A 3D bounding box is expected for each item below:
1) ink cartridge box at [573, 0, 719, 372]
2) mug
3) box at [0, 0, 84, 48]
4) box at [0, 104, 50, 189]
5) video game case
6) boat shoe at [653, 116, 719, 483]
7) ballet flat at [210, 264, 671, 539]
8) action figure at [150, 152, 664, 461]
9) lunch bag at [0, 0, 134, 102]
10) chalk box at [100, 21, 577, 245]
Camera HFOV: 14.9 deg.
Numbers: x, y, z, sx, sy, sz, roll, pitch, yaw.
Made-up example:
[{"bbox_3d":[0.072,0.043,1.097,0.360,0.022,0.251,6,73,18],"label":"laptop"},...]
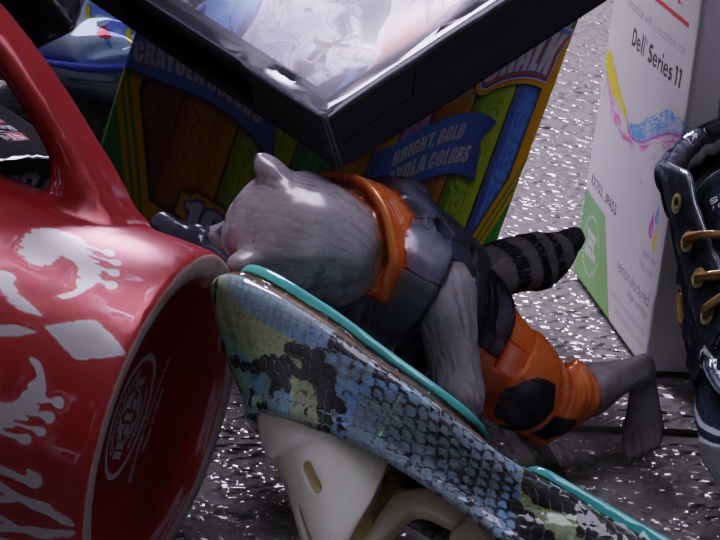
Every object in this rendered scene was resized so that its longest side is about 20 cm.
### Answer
[{"bbox_3d":[0.141,-0.072,1.088,0.067,0.201,0.117,3,19,-12],"label":"ink cartridge box"},{"bbox_3d":[-0.146,0.001,0.830,0.199,0.178,0.133,18,32,16],"label":"mug"},{"bbox_3d":[-0.183,-0.143,0.966,0.199,0.123,0.199,-23,29,27],"label":"box"},{"bbox_3d":[-0.243,-0.047,1.108,0.198,0.050,0.200,-5,21,-31],"label":"box"},{"bbox_3d":[0.018,-0.126,0.946,0.200,0.026,0.181,-33,41,-19],"label":"video game case"},{"bbox_3d":[0.135,0.006,0.947,0.070,0.091,0.200,-19,13,6],"label":"boat shoe"},{"bbox_3d":[0.024,0.073,0.779,0.199,0.075,0.074,32,26,18],"label":"ballet flat"},{"bbox_3d":[0.000,0.000,0.930,0.200,0.105,0.193,33,3,28],"label":"action figure"},{"bbox_3d":[-0.095,-0.130,1.244,0.199,0.128,0.170,20,4,19],"label":"lunch bag"},{"bbox_3d":[-0.002,-0.093,1.067,0.125,0.201,0.124,32,29,27],"label":"chalk box"}]
